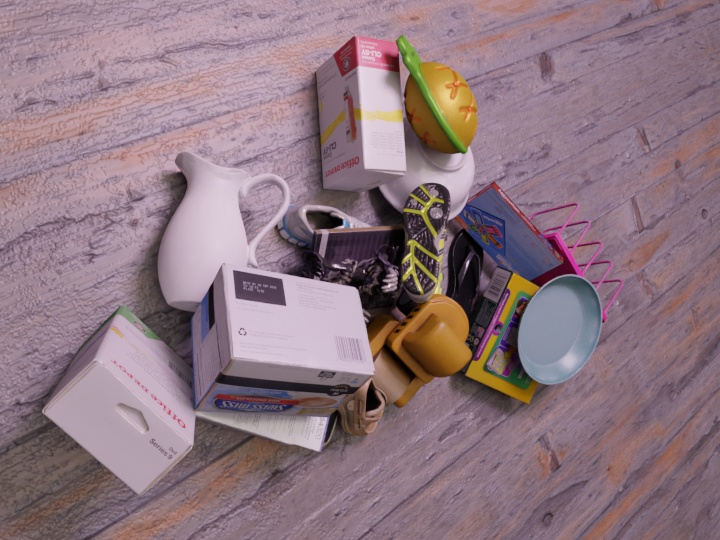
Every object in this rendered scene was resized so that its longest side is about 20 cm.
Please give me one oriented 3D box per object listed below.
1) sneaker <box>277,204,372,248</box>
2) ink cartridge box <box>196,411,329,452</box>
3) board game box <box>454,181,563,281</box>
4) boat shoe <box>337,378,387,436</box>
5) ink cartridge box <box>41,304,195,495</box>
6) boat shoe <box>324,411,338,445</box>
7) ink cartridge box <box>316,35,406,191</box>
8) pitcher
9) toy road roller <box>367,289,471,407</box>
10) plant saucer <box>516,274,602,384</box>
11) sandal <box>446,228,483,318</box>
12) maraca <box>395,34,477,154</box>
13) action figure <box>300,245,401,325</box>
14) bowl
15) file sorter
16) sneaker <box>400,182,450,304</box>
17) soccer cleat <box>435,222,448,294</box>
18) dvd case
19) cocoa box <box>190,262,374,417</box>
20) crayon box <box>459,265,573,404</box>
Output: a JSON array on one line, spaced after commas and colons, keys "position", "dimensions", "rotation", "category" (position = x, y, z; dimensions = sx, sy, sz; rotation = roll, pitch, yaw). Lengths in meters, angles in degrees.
[{"position": [-0.031, -0.059, 0.978], "dimensions": [0.196, 0.086, 0.077], "rotation": [13, 77, -31], "category": "sneaker"}, {"position": [-0.128, 0.140, 0.894], "dimensions": [0.196, 0.043, 0.201], "rotation": [21, 68, -17], "category": "ink cartridge box"}, {"position": [0.267, -0.062, 1.116], "dimensions": [0.200, 0.102, 0.020], "rotation": [44, 42, -16], "category": "board game box"}, {"position": [0.006, 0.208, 0.931], "dimensions": [0.201, 0.063, 0.073], "rotation": [65, 38, -58], "category": "boat shoe"}, {"position": [-0.274, 0.145, 0.736], "dimensions": [0.087, 0.200, 0.146], "rotation": [-42, 109, -3], "category": "ink cartridge box"}, {"position": [-0.056, 0.167, 0.943], "dimensions": [0.062, 0.073, 0.206], "rotation": [36, 65, -66], "category": "boat shoe"}, {"position": [-0.002, -0.241, 0.976], "dimensions": [0.081, 0.144, 0.206], "rotation": [-2, 86, -30], "category": "ink cartridge box"}, {"position": [-0.187, -0.047, 0.850], "dimensions": [0.166, 0.121, 0.206], "rotation": [6, 75, -4], "category": "pitcher"}, {"position": [0.087, 0.127, 0.972], "dimensions": [0.200, 0.146, 0.123], "rotation": [-46, 109, -3], "category": "toy road roller"}, {"position": [0.354, 0.104, 1.113], "dimensions": [0.195, 0.036, 0.206], "rotation": [-6, 105, -25], "category": "plant saucer"}, {"position": [0.196, 0.022, 1.133], "dimensions": [0.075, 0.043, 0.206], "rotation": [18, 76, -28], "category": "sandal"}, {"position": [0.112, -0.269, 0.946], "dimensions": [0.202, 0.105, 0.138], "rotation": [55, 18, -16], "category": "maraca"}, {"position": [0.003, 0.024, 0.921], "dimensions": [0.196, 0.103, 0.121], "rotation": [4, 128, -35], "category": "action figure"}, {"position": [0.123, -0.192, 1.048], "dimensions": [0.196, 0.090, 0.207], "rotation": [9, 65, -20], "category": "bowl"}, {"position": [0.403, -0.013, 1.211], "dimensions": [0.125, 0.138, 0.202], "rotation": [-44, 108, -29], "category": "file sorter"}, {"position": [0.096, -0.045, 0.956], "dimensions": [0.073, 0.077, 0.205], "rotation": [10, 65, 9], "category": "sneaker"}, {"position": [0.106, -0.011, 1.080], "dimensions": [0.081, 0.065, 0.207], "rotation": [6, 84, -7], "category": "soccer cleat"}, {"position": [0.000, 0.000, 0.984], "dimensions": [0.196, 0.016, 0.152], "rotation": [-6, 123, -33], "category": "dvd case"}, {"position": [-0.103, 0.096, 0.783], "dimensions": [0.196, 0.132, 0.136], "rotation": [11, 48, -32], "category": "cocoa box"}, {"position": [0.283, 0.121, 1.138], "dimensions": [0.170, 0.058, 0.204], "rotation": [25, 92, -28], "category": "crayon box"}]
